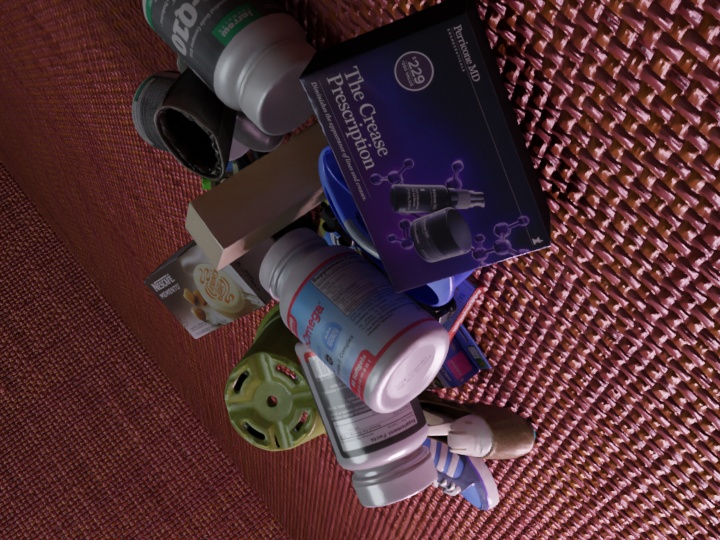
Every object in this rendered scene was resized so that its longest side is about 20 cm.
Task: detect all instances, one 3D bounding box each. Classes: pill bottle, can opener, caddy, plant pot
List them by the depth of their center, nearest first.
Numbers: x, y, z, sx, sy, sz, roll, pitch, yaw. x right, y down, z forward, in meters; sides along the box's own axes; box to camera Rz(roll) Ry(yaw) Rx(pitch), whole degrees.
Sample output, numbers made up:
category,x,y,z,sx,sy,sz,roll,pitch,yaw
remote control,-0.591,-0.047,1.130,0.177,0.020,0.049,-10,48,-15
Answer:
category,x,y,z,sx,sy,sz,roll,pitch,yaw
caddy,0.037,-0.055,0.927,0.200,0.105,0.142,44,157,26
pill bottle,-0.012,0.045,0.967,0.200,0.109,0.109,40,154,30
pill bottle,-0.128,-0.240,0.981,0.200,0.113,0.113,46,157,22
pill bottle,0.010,0.157,1.077,0.114,0.113,0.201,-15,96,68
plant pot,-0.082,0.144,1.205,0.200,0.200,0.190,55,-161,1
pill bottle,-0.221,-0.205,1.251,0.200,0.113,0.113,23,142,55
can opener,-0.116,-0.084,1.254,0.201,0.063,0.079,59,-171,6

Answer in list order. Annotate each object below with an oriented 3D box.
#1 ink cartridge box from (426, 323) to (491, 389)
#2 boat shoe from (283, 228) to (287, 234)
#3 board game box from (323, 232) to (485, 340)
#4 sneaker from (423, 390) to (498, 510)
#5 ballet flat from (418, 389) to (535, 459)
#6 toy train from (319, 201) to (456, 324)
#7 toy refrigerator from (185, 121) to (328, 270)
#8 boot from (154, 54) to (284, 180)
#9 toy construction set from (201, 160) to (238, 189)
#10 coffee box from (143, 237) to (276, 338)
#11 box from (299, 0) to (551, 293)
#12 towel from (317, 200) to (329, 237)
category,x,y,z,sx,sy,sz,roll,pitch,yaw
ink cartridge box,0.075,0.088,1.153,0.120,0.042,0.200,57,157,-4
boat shoe,-0.072,0.007,1.311,0.200,0.063,0.073,57,159,-3
board game box,0.040,-0.004,1.042,0.200,0.019,0.103,44,119,27
sneaker,0.078,0.270,1.259,0.201,0.146,0.081,56,159,-2
ballet flat,0.110,0.185,1.119,0.199,0.072,0.068,14,106,46
toy train,0.028,-0.015,1.009,0.200,0.046,0.034,43,145,25
toy refrigerator,-0.091,-0.090,1.023,0.070,0.200,0.076,53,159,6
boot,-0.153,-0.162,1.063,0.182,0.073,0.200,39,-162,-28
toy construction set,-0.178,-0.070,1.343,0.200,0.092,0.132,70,-175,-47
coffee box,-0.188,0.006,1.248,0.115,0.080,0.200,51,142,-12
box,0.058,-0.099,0.761,0.079,0.141,0.201,-77,-35,-62
towel,0.000,0.000,1.145,0.201,0.023,0.144,61,157,20
